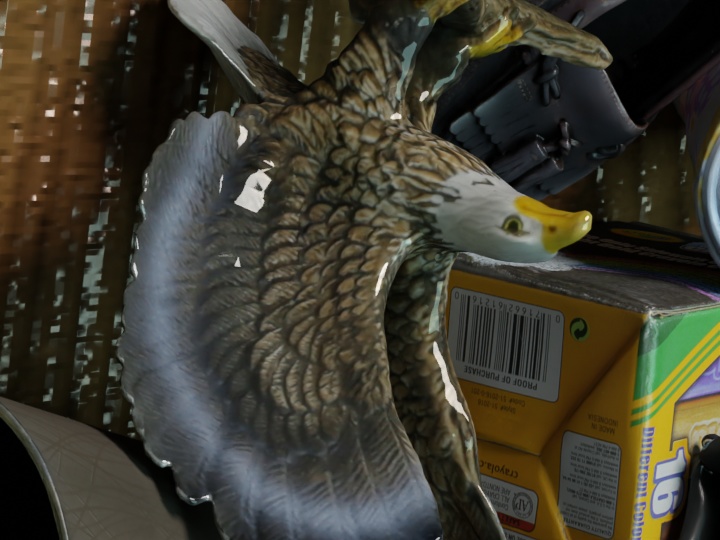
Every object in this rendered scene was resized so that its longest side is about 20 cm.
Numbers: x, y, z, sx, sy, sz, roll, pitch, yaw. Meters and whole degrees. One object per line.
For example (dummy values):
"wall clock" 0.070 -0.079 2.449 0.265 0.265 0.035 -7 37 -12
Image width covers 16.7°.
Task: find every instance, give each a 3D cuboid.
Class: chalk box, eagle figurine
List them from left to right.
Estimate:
"eagle figurine" 0.004 0.000 0.715 0.151 0.151 0.202 18 82 -15
"chalk box" 0.108 0.054 0.915 0.199 0.124 0.125 -5 105 -49

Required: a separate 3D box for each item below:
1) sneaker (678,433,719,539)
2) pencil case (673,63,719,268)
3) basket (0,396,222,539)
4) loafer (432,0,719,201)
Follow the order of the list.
"sneaker" 0.161 0.082 0.829 0.200 0.078 0.090 -46 135 -32
"pencil case" 0.156 -0.056 0.900 0.091 0.083 0.200 52 14 -12
"basket" -0.079 0.115 0.697 0.181 0.136 0.199 -54 151 17
"loafer" 0.087 -0.078 0.829 0.200 0.063 0.072 -44 138 10
